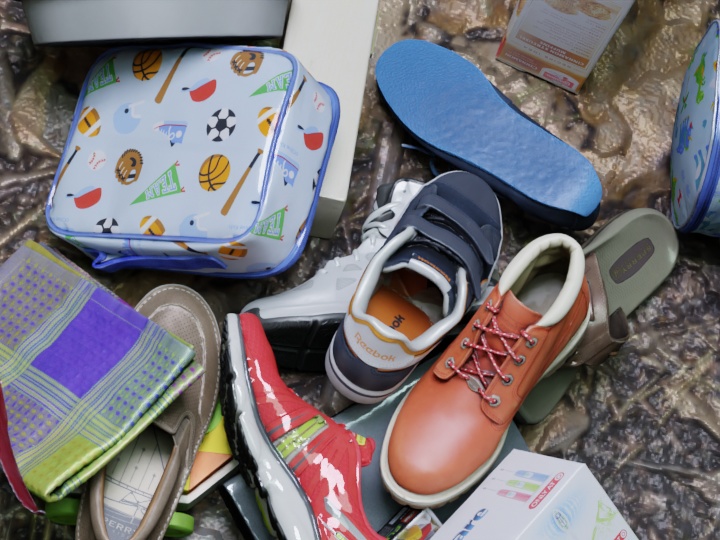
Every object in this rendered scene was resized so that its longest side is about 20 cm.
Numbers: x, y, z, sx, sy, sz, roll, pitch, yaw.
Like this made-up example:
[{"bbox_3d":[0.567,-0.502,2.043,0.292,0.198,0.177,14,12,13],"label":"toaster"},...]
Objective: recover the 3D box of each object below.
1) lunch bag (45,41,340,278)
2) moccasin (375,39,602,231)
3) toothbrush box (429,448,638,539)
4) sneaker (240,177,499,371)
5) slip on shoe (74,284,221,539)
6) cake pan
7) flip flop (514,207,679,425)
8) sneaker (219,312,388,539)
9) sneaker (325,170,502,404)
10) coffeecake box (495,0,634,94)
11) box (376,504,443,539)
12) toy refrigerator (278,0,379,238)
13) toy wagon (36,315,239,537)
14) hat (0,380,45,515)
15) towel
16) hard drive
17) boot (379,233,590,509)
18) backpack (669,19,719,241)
[{"bbox_3d":[-0.118,-0.070,1.387,0.199,0.075,0.162,3,72,33],"label":"lunch bag"},{"bbox_3d":[0.086,-0.087,1.473,0.080,0.068,0.200,-42,66,-9],"label":"moccasin"},{"bbox_3d":[0.126,0.239,1.310,0.146,0.086,0.201,-44,111,-21],"label":"toothbrush box"},{"bbox_3d":[0.000,0.000,1.437,0.199,0.076,0.116,-6,62,-20],"label":"sneaker"},{"bbox_3d":[-0.138,0.099,1.330,0.075,0.061,0.201,19,68,-2],"label":"slip on shoe"},{"bbox_3d":[-0.140,-0.176,1.412,0.198,0.200,0.037,-3,95,-11],"label":"cake pan"},{"bbox_3d":[0.166,0.028,1.437,0.200,0.057,0.081,-41,116,-27],"label":"flip flop"},{"bbox_3d":[-0.034,0.116,1.317,0.084,0.077,0.201,-19,74,-15],"label":"sneaker"},{"bbox_3d":[0.049,-0.002,1.365,0.078,0.080,0.201,31,54,0],"label":"sneaker"},{"bbox_3d":[0.176,-0.244,1.478,0.073,0.200,0.154,23,67,-1],"label":"coffeecake box"},{"bbox_3d":[0.000,0.258,1.325,0.200,0.035,0.110,-43,103,-16],"label":"box"},{"bbox_3d":[-0.028,-0.132,1.469,0.069,0.076,0.202,11,68,-6],"label":"toy refrigerator"},{"bbox_3d":[-0.177,0.093,1.379,0.198,0.040,0.156,7,69,-7],"label":"toy wagon"},{"bbox_3d":[-0.237,0.051,1.314,0.175,0.166,0.201,28,65,-1],"label":"hat"},{"bbox_3d":[-0.208,0.062,1.337,0.144,0.023,0.200,-43,46,-17],"label":"towel"},{"bbox_3d":[0.021,0.156,1.381,0.199,0.033,0.140,-30,90,-18],"label":"hard drive"},{"bbox_3d":[0.080,0.061,1.329,0.075,0.107,0.200,34,69,14],"label":"boot"},{"bbox_3d":[0.296,-0.078,1.451,0.146,0.183,0.202,2,75,-2],"label":"backpack"}]
